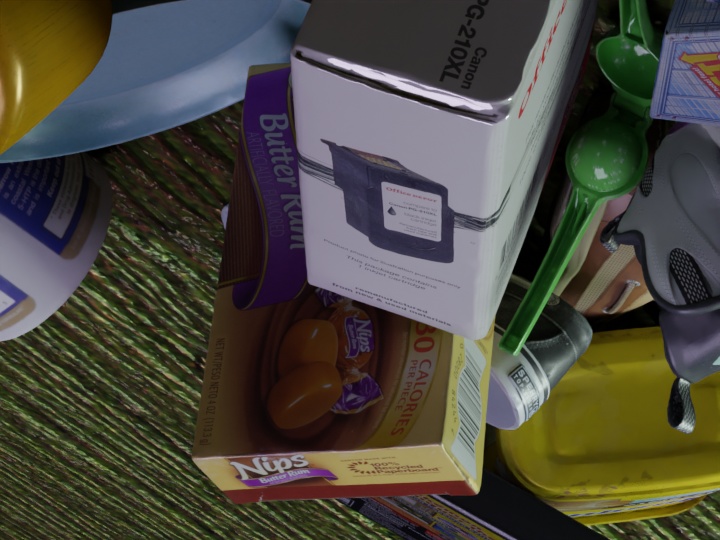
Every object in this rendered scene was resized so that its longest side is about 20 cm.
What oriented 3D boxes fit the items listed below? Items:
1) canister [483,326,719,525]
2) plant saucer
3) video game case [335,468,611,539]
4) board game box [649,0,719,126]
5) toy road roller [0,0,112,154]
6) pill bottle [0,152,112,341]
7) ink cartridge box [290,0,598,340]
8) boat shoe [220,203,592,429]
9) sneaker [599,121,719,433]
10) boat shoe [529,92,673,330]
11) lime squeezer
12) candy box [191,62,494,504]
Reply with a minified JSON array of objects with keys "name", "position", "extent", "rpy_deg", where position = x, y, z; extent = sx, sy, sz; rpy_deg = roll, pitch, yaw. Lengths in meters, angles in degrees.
[{"name":"canister","position":[0.125,0.081,1.200],"extent":[0.148,0.087,0.200],"rpy_deg":[-5,171,-5]},{"name":"plant saucer","position":[-0.113,-0.095,1.066],"extent":[0.199,0.028,0.200],"rpy_deg":[-16,169,-3]},{"name":"video game case","position":[0.040,0.116,1.175],"extent":[0.199,0.026,0.181],"rpy_deg":[30,168,2]},{"name":"board game box","position":[0.173,-0.108,0.855],"extent":[0.199,0.062,0.200],"rpy_deg":[1,150,39]},{"name":"toy road roller","position":[-0.145,-0.134,0.893],"extent":[0.146,0.123,0.200],"rpy_deg":[47,129,-8]},{"name":"pill bottle","position":[-0.240,-0.060,1.262],"extent":[0.119,0.120,0.200],"rpy_deg":[-4,147,46]},{"name":"ink cartridge box","position":[0.037,-0.083,0.922],"extent":[0.084,0.145,0.200],"rpy_deg":[18,158,8]},{"name":"boat shoe","position":[0.020,0.002,1.116],"extent":[0.199,0.068,0.074],"rpy_deg":[25,148,39]},{"name":"sneaker","position":[0.174,0.013,0.937],"extent":[0.078,0.140,0.200],"rpy_deg":[36,-177,-44]},{"name":"boat shoe","position":[0.122,-0.010,1.110],"extent":[0.073,0.076,0.200],"rpy_deg":[16,159,3]},{"name":"lime squeezer","position":[0.104,-0.058,0.988],"extent":[0.038,0.071,0.201],"rpy_deg":[19,120,8]},{"name":"candy box","position":[0.000,0.000,1.047],"extent":[0.116,0.201,0.057],"rpy_deg":[-4,152,20]}]
